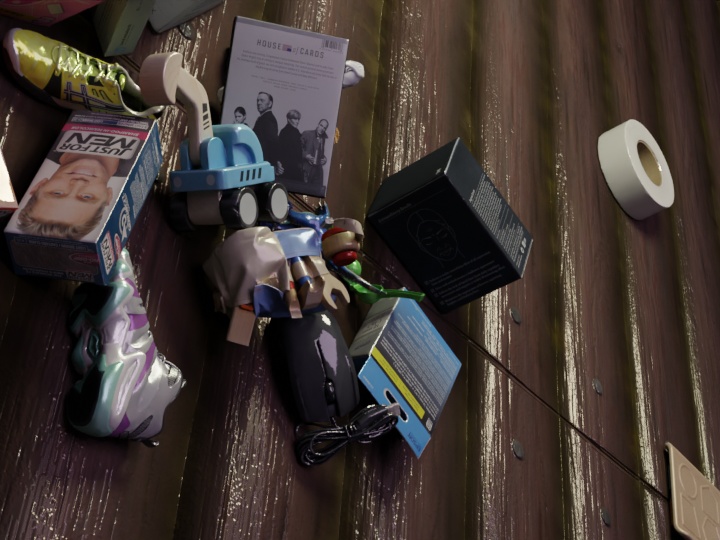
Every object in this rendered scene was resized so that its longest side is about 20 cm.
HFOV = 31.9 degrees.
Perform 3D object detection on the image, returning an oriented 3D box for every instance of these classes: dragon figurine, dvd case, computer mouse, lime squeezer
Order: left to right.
[{"bbox_3d":[-0.100,-0.202,1.571,0.148,0.025,0.203,9,88,-15],"label":"dvd case"},{"bbox_3d":[-0.056,-0.024,1.626,0.201,0.059,0.099,55,35,-8],"label":"dragon figurine"},{"bbox_3d":[-0.043,0.119,1.513,0.137,0.053,0.202,-20,77,-21],"label":"computer mouse"},{"bbox_3d":[0.000,0.000,1.690,0.037,0.071,0.200,-30,61,-32],"label":"lime squeezer"}]

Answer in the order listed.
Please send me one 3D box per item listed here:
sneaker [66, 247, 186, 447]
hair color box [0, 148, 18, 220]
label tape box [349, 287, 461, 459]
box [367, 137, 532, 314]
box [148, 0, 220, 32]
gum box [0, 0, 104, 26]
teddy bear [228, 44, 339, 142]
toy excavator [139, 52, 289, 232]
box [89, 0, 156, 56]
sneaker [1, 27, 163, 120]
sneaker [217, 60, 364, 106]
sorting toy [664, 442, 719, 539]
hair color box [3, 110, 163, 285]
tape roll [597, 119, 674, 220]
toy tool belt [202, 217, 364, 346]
[{"bbox_3d":[-0.230,0.085,1.301,0.139,0.077,0.203,28,57,-45],"label":"sneaker"},{"bbox_3d":[-0.412,-0.140,1.200,0.110,0.063,0.203,-6,74,-56],"label":"hair color box"},{"bbox_3d":[0.048,0.140,1.662,0.144,0.066,0.201,53,37,-17],"label":"label tape box"},{"bbox_3d":[0.132,-0.063,1.839,0.201,0.147,0.108,51,34,-20],"label":"box"},{"bbox_3d":[-0.208,-0.447,1.595,0.202,0.170,0.199,58,33,-9],"label":"box"},{"bbox_3d":[-0.365,-0.323,1.332,0.199,0.112,0.067,6,75,-53],"label":"gum box"},{"bbox_3d":[-0.093,-0.250,1.721,0.200,0.066,0.146,48,34,-25],"label":"teddy bear"},{"bbox_3d":[-0.176,-0.146,1.442,0.194,0.099,0.204,-16,102,-59],"label":"toy excavator"},{"bbox_3d":[-0.291,-0.373,1.445,0.041,0.156,0.203,-13,78,-26],"label":"box"},{"bbox_3d":[-0.304,-0.215,1.390,0.199,0.076,0.076,29,47,-41],"label":"sneaker"},{"bbox_3d":[-0.082,-0.203,1.632,0.197,0.075,0.117,-16,102,-18],"label":"sneaker"},{"bbox_3d":[0.608,0.437,2.286,0.185,0.036,0.202,42,35,-32],"label":"sorting toy"},{"bbox_3d":[-0.281,-0.080,1.299,0.202,0.098,0.061,-76,169,-45],"label":"hair color box"},{"bbox_3d":[0.581,-0.211,2.647,0.202,0.070,0.205,34,43,-38],"label":"tape roll"},{"bbox_3d":[-0.078,0.020,1.471,0.197,0.125,0.125,-8,72,-28],"label":"toy tool belt"}]
